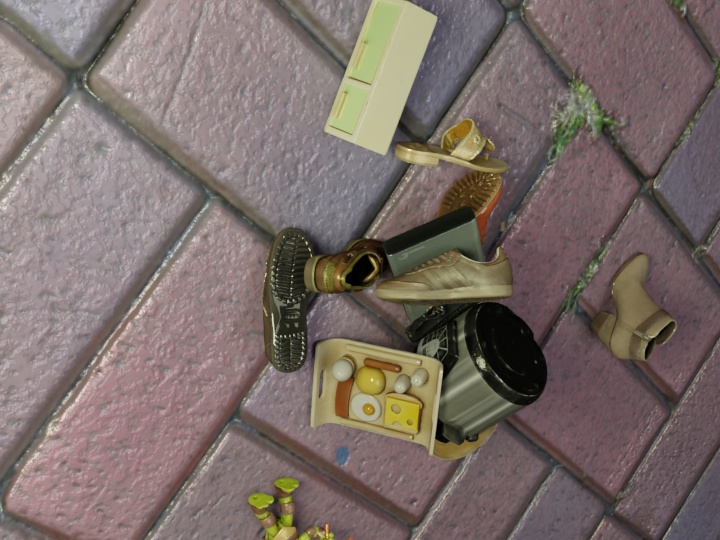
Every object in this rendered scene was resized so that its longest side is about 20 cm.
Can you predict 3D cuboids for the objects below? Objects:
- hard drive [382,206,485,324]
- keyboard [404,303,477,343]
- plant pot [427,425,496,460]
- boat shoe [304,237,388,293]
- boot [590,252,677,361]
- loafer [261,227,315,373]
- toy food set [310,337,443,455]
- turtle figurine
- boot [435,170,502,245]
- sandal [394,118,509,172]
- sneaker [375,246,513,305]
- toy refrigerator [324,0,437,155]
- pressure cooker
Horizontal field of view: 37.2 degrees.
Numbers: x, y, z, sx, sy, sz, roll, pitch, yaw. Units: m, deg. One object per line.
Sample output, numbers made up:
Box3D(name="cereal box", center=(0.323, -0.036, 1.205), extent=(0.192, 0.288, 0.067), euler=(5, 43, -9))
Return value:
Box3D(name="hard drive", center=(0.117, -0.005, 1.597), extent=(0.138, 0.033, 0.201), euler=(-23, 145, -1))
Box3D(name="keyboard", center=(0.129, 0.070, 1.645), extent=(0.126, 0.021, 0.200), euler=(-15, 162, -31))
Box3D(name="plant pot", center=(0.173, 0.228, 1.833), extent=(0.199, 0.027, 0.202), euler=(-16, 117, -33))
Box3D(name="boat shoe", center=(0.000, 0.000, 1.530), extent=(0.200, 0.067, 0.073), euler=(-25, 116, -57))
Box3D(name="boot", center=(0.518, 0.073, 1.960), extent=(0.070, 0.146, 0.201), euler=(36, 85, -40))
Box3D(name="loafer", center=(-0.113, 0.040, 1.502), extent=(0.072, 0.071, 0.202), euler=(7, 89, -31))
Box3D(name="toy food set", center=(0.024, 0.192, 1.603), extent=(0.060, 0.198, 0.145), euler=(-40, 138, -63))
Box3D(name="turtle figurine", center=(-0.112, 0.405, 1.657), extent=(0.198, 0.064, 0.163), euler=(-19, 112, -22))
Box3D(name="boot", center=(0.168, -0.065, 1.679), extent=(0.107, 0.075, 0.201), euler=(32, 96, -45))
Box3D(name="sandal", center=(0.150, -0.193, 1.601), extent=(0.210, 0.078, 0.070), euler=(0, 113, -33))
Box3D(name="sneaker", center=(0.119, 0.008, 1.539), extent=(0.070, 0.198, 0.076), euler=(60, 28, -79))
Box3D(name="toy refrigerator", center=(0.025, -0.270, 1.470), extent=(0.070, 0.076, 0.202), euler=(15, 100, -41))
Box3D(name="pressure cooker", center=(0.168, 0.167, 1.661), extent=(0.200, 0.180, 0.175), euler=(-38, 168, 37))
